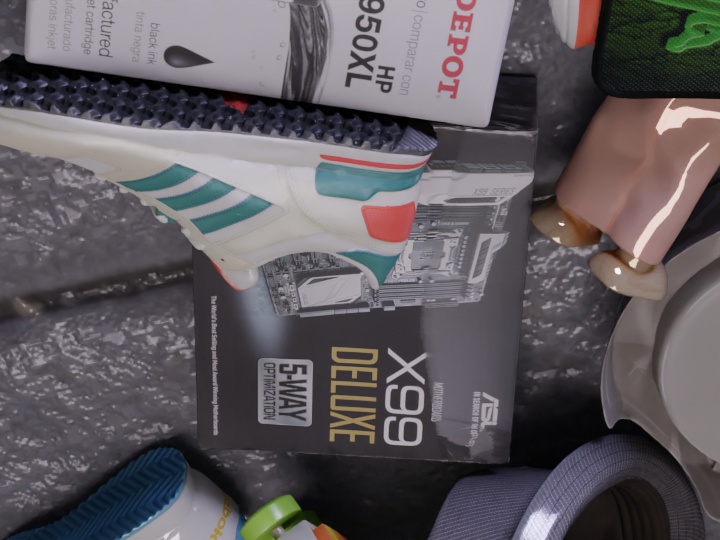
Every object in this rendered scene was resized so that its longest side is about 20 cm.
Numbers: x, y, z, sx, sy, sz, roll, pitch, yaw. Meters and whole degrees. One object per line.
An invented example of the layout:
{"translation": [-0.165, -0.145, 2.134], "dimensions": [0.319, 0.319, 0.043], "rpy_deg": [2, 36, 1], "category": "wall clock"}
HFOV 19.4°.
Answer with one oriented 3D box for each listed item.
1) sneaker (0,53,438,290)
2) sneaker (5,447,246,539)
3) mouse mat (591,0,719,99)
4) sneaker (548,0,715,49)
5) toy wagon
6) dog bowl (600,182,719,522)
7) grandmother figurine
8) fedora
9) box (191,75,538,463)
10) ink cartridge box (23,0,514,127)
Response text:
{"translation": [-0.071, -0.035, 0.901], "dimensions": [0.199, 0.070, 0.094], "rpy_deg": [7, 119, -5], "category": "sneaker"}
{"translation": [-0.145, 0.175, 1.130], "dimensions": [0.200, 0.077, 0.081], "rpy_deg": [-31, 122, 26], "category": "sneaker"}
{"translation": [0.196, -0.132, 0.818], "dimensions": [0.199, 0.008, 0.161], "rpy_deg": [1, 129, -4], "category": "mouse mat"}
{"translation": [0.119, -0.181, 0.826], "dimensions": [0.081, 0.077, 0.201], "rpy_deg": [6, 125, 9], "category": "sneaker"}
{"translation": [0.006, 0.192, 1.096], "dimensions": [0.040, 0.155, 0.200], "rpy_deg": [-36, 166, 0], "category": "toy wagon"}
{"translation": [0.213, 0.035, 1.009], "dimensions": [0.199, 0.059, 0.201], "rpy_deg": [2, 128, 3], "category": "dog bowl"}
{"translation": [0.147, -0.091, 0.905], "dimensions": [0.121, 0.061, 0.200], "rpy_deg": [37, 115, 12], "category": "grandmother figurine"}
{"translation": [0.090, 0.162, 1.073], "dimensions": [0.090, 0.200, 0.178], "rpy_deg": [15, 91, 33], "category": "fedora"}
{"translation": [0.000, 0.000, 1.000], "dimensions": [0.157, 0.050, 0.201], "rpy_deg": [4, 127, 1], "category": "box"}
{"translation": [-0.030, -0.151, 0.863], "dimensions": [0.199, 0.084, 0.145], "rpy_deg": [8, 129, -3], "category": "ink cartridge box"}
